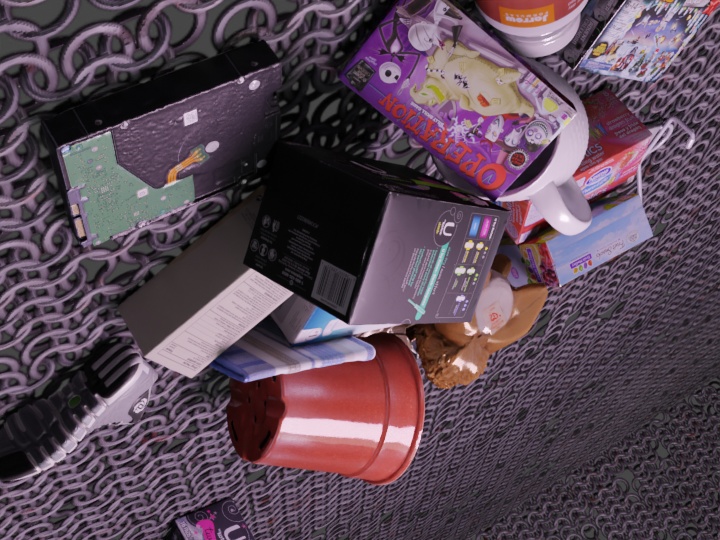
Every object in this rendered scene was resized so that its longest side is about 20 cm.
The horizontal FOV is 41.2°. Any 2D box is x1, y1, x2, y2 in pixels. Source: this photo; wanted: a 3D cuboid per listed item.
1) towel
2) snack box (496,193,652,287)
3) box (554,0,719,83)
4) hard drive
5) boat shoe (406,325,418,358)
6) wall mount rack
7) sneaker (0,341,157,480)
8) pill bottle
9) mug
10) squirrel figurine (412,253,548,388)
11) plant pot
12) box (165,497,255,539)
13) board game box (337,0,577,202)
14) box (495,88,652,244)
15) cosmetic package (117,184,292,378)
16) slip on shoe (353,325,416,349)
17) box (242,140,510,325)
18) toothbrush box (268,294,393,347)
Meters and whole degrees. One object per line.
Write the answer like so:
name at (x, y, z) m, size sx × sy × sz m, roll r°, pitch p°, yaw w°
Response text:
towel at (-0.096, 0.090, 1.115) m, size 0.199 × 0.146 × 0.024 m, roll -7°, pitch 109°, yaw -44°
snack box at (0.262, -0.039, 1.297) m, size 0.168 × 0.068 × 0.200 m, roll -25°, pitch -169°, yaw -23°
box at (0.329, -0.290, 1.115) m, size 0.199 × 0.040 × 0.137 m, roll -6°, pitch 140°, yaw -46°
hard drive at (-0.161, -0.106, 0.817) m, size 0.199 × 0.038 × 0.140 m, roll -27°, pitch 152°, yaw -21°
boat shoe at (0.094, 0.094, 1.431) m, size 0.199 × 0.060 × 0.076 m, roll -38°, pitch 154°, yaw 2°
wall mount rack at (0.394, -0.140, 1.401) m, size 0.199 × 0.075 × 0.174 m, roll -17°, pitch 148°, yaw -33°
sneaker at (-0.302, 0.168, 1.054) m, size 0.199 × 0.075 × 0.116 m, roll -37°, pitch 156°, yaw -1°
pill bottle at (0.146, -0.277, 0.829) m, size 0.112 × 0.112 × 0.200 m, roll -35°, pitch 153°, yaw -2°
mug at (0.183, -0.127, 1.026) m, size 0.147 × 0.201 × 0.175 m, roll -35°, pitch 167°, yaw 25°
squirrel figurine at (0.116, 0.053, 1.250) m, size 0.141 × 0.186 × 0.202 m, roll 20°, pitch 92°, yaw -29°
plant pot at (-0.054, 0.172, 1.225) m, size 0.194 × 0.202 × 0.201 m, roll 7°, pitch 132°, yaw -34°
box at (-0.221, 0.494, 1.541) m, size 0.114 × 0.200 × 0.133 m, roll -15°, pitch 147°, yaw -40°
board game box at (0.091, -0.167, 0.895) m, size 0.199 × 0.032 × 0.120 m, roll 35°, pitch 116°, yaw -18°
box at (0.257, -0.134, 1.218) m, size 0.199 × 0.096 × 0.100 m, roll -28°, pitch 154°, yaw -17°
cosmetic package at (-0.140, 0.015, 1.000) m, size 0.199 × 0.073 × 0.104 m, roll -38°, pitch 154°, yaw 4°
slip on shoe at (0.050, 0.089, 1.369) m, size 0.199 × 0.061 × 0.076 m, roll -34°, pitch 154°, yaw -6°
box at (0.019, -0.032, 0.911) m, size 0.199 × 0.148 × 0.125 m, roll 2°, pitch 111°, yaw -51°
toothbrush box at (0.000, 0.000, 1.134) m, size 0.199 × 0.085 × 0.147 m, roll -8°, pitch 141°, yaw -44°
